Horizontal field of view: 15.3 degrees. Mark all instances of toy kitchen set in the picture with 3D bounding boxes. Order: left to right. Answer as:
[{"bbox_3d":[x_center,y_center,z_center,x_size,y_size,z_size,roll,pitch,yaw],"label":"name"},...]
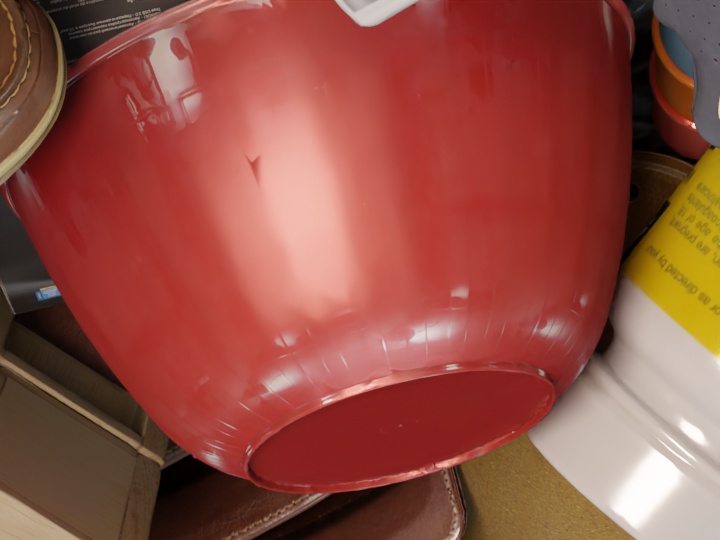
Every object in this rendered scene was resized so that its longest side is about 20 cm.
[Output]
[{"bbox_3d":[-0.188,0.103,0.907,0.200,0.163,0.180,-55,-170,13],"label":"toy kitchen set"}]

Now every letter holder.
[{"bbox_3d":[-0.076,0.076,1.039,0.200,0.142,0.101,-25,157,26],"label":"letter holder"}]

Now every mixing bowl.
[{"bbox_3d":[0.000,0.000,0.803,0.200,0.109,0.200,-13,160,-5],"label":"mixing bowl"}]

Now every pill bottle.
[{"bbox_3d":[0.149,0.001,0.839,0.200,0.114,0.114,-52,151,7],"label":"pill bottle"}]

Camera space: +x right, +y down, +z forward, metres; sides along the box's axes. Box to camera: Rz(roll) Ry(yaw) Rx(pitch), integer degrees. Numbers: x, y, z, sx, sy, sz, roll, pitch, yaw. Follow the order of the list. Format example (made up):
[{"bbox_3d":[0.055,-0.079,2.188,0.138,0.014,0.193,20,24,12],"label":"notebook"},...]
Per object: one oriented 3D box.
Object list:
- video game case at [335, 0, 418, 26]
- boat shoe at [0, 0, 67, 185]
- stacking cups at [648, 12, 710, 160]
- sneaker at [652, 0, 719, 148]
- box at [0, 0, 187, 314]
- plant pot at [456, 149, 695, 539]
[{"bbox_3d":[0.023,-0.158,0.527,0.200,0.023,0.182,-27,119,30],"label":"video game case"},{"bbox_3d":[-0.178,-0.036,0.706,0.200,0.072,0.068,-14,161,4],"label":"boat shoe"},{"bbox_3d":[0.127,-0.089,0.879,0.060,0.061,0.200,-15,163,0],"label":"stacking cups"},{"bbox_3d":[0.148,-0.061,0.672,0.199,0.080,0.130,29,152,-22],"label":"sneaker"},{"bbox_3d":[-0.032,-0.057,0.856,0.200,0.050,0.158,-13,159,-3],"label":"box"},{"bbox_3d":[0.108,0.038,1.015,0.186,0.187,0.200,-16,157,4],"label":"plant pot"}]
